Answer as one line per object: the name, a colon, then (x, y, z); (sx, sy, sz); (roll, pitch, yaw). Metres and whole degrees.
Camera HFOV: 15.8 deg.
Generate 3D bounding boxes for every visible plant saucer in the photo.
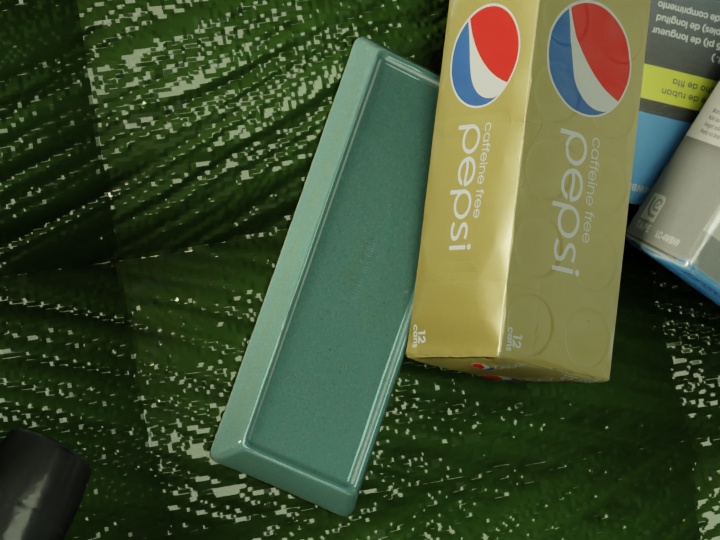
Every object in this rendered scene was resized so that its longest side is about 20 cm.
plant saucer: (0.000, 0.000, 1.114); (0.070, 0.019, 0.201); (24, 73, -19)

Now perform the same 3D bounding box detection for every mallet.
mallet: (-0.186, 0.067, 0.978); (0.200, 0.041, 0.066); (32, 71, -40)

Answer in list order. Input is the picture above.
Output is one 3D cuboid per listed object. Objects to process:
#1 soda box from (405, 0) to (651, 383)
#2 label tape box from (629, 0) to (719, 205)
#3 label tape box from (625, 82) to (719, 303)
soda box: (0.074, -0.055, 1.114); (0.067, 0.064, 0.202); (13, 80, -37)
label tape box: (0.180, -0.120, 1.179); (0.142, 0.066, 0.202); (11, 94, -21)
label tape box: (0.230, -0.056, 1.126); (0.143, 0.066, 0.201); (33, 91, -24)
